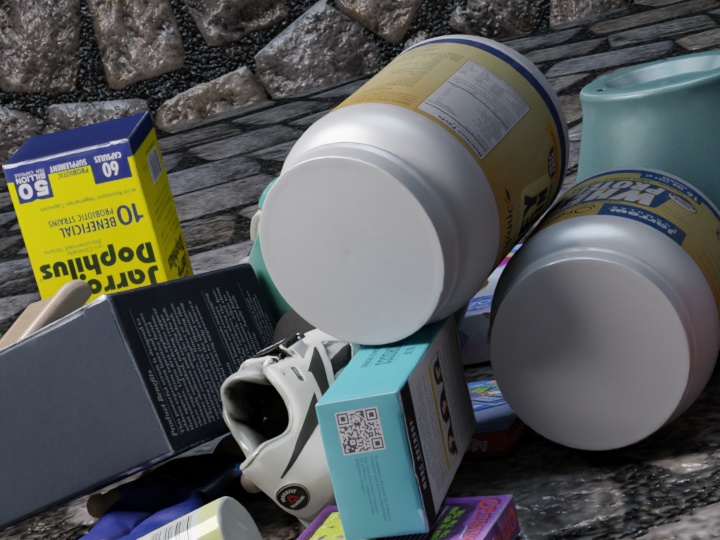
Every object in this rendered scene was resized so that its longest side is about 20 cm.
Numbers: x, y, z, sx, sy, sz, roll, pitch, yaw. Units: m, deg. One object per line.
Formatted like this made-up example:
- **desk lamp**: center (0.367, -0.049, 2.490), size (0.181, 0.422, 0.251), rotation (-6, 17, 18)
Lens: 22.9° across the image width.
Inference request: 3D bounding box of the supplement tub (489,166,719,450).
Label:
- **supplement tub**: center (0.164, 0.023, 1.146), size (0.144, 0.145, 0.200), rotation (-9, 13, 20)

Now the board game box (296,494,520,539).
- **board game box**: center (0.001, 0.173, 0.940), size (0.120, 0.032, 0.200), rotation (-11, 13, 25)

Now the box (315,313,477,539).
- **box**: center (0.026, 0.086, 1.051), size (0.049, 0.083, 0.200), rotation (-10, 9, 14)

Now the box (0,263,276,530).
- **box**: center (-0.154, 0.079, 1.178), size (0.148, 0.107, 0.200), rotation (-25, -4, 24)

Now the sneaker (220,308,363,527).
- **sneaker**: center (-0.046, 0.072, 1.123), size (0.074, 0.088, 0.200), rotation (-47, 26, 21)

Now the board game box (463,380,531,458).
- **board game box**: center (0.025, 0.106, 1.219), size (0.199, 0.020, 0.103), rotation (-7, 16, 26)

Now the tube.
- **tube**: center (-0.147, 0.186, 0.976), size (0.199, 0.052, 0.058), rotation (-26, -32, 14)

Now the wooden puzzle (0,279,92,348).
- **wooden puzzle**: center (-0.273, 0.094, 1.312), size (0.185, 0.037, 0.200), rotation (-53, 11, -20)

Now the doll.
- **doll**: center (-0.120, 0.148, 1.122), size (0.136, 0.049, 0.200), rotation (-12, 12, 33)

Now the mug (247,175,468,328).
- **mug**: center (0.000, 0.008, 1.267), size (0.114, 0.152, 0.185), rotation (35, 28, 31)

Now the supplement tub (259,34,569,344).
- **supplement tub**: center (0.035, -0.052, 1.113), size (0.144, 0.145, 0.200), rotation (-6, 22, 31)

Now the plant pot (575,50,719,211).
- **plant pot**: center (0.247, -0.059, 1.314), size (0.199, 0.189, 0.200), rotation (-12, 13, 3)

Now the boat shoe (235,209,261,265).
- **boat shoe**: center (-0.058, -0.017, 1.476), size (0.060, 0.072, 0.202), rotation (-55, -6, -24)

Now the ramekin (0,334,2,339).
- **ramekin**: center (-0.396, 0.084, 1.510), size (0.199, 0.098, 0.200), rotation (-21, 16, 6)

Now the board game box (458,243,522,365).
- **board game box**: center (0.052, 0.036, 1.440), size (0.199, 0.041, 0.200), rotation (-12, 13, 10)

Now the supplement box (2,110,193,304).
- **supplement box**: center (-0.209, -0.016, 1.483), size (0.108, 0.201, 0.110), rotation (-12, 17, 6)
